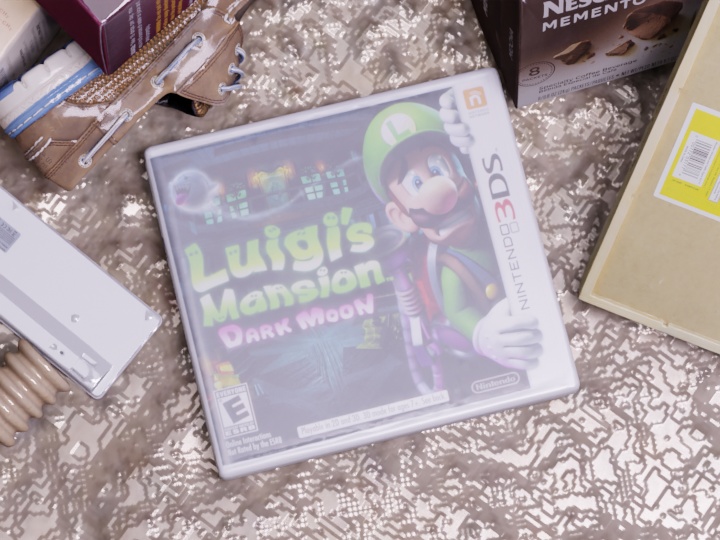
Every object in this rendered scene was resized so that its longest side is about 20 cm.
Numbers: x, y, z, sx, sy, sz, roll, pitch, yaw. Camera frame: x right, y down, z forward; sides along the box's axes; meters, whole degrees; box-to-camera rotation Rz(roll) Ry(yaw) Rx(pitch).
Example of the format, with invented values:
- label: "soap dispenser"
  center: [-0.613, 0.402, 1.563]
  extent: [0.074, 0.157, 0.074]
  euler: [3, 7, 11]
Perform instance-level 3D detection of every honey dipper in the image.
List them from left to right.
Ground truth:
- label: "honey dipper"
  center: [-0.233, 0.119, 1.149]
  extent: [0.038, 0.038, 0.200]
  euler: [43, 84, 5]

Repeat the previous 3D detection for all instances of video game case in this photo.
- label: "video game case"
  center: [0.000, 0.000, 1.186]
  extent: [0.198, 0.023, 0.183]
  euler: [-13, 81, -5]

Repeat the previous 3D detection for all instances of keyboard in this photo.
- label: "keyboard"
  center: [-0.199, -0.015, 1.187]
  extent: [0.200, 0.011, 0.056]
  euler: [39, 75, 4]

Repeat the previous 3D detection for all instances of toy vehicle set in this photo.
- label: "toy vehicle set"
  center: [0.205, -0.050, 1.142]
  extent: [0.123, 0.027, 0.201]
  euler: [22, 118, 0]

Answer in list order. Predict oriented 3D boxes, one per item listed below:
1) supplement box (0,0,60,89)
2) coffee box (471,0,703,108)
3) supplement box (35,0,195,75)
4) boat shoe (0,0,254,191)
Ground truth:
- label: "supplement box"
  center: [-0.202, -0.186, 1.183]
  extent: [0.126, 0.074, 0.201]
  euler: [34, 80, 2]
- label: "coffee box"
  center: [0.162, -0.171, 1.171]
  extent: [0.198, 0.113, 0.080]
  euler: [-16, 65, -6]
- label: "supplement box"
  center: [-0.092, -0.211, 1.114]
  extent: [0.200, 0.086, 0.110]
  euler: [-43, 85, -12]
- label: "boat shoe"
  center: [-0.099, -0.116, 1.184]
  extent: [0.199, 0.072, 0.073]
  euler: [-35, 99, -10]
